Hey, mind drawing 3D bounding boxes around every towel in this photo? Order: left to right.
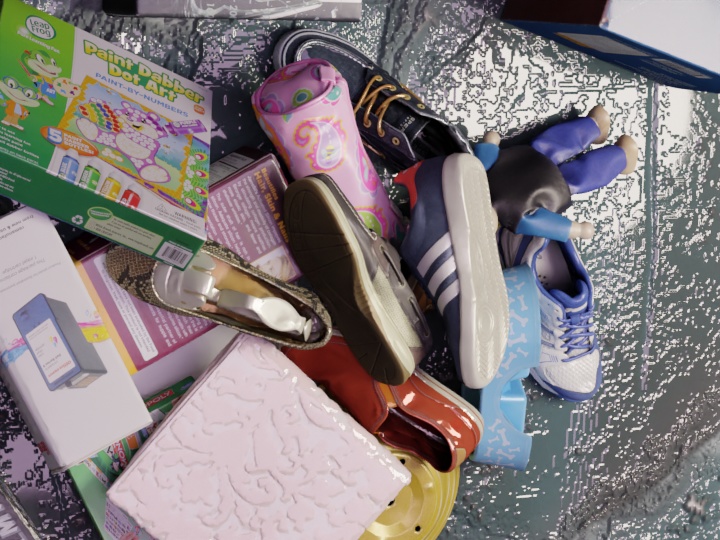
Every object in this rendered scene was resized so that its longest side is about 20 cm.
[{"bbox_3d":[-0.087,0.182,1.611,0.200,0.032,0.191,43,88,-13],"label":"towel"}]

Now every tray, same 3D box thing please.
[{"bbox_3d":[-0.141,0.094,1.650,0.199,0.022,0.108,-30,115,-13],"label":"tray"}]

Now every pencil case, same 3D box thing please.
[{"bbox_3d":[-0.021,-0.083,1.611,0.087,0.087,0.201,-34,124,-12],"label":"pencil case"}]

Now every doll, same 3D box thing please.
[{"bbox_3d":[0.163,-0.077,1.679,0.199,0.049,0.137,-29,68,-31],"label":"doll"}]

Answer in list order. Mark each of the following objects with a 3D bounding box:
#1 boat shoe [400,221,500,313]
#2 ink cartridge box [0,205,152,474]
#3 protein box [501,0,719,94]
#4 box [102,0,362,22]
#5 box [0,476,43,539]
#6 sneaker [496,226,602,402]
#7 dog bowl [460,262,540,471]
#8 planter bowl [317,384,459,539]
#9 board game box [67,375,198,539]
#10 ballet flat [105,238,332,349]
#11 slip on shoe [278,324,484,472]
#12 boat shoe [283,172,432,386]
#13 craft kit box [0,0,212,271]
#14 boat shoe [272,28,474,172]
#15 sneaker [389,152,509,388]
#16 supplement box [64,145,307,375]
[{"bbox_3d":[0.064,0.009,1.688,0.068,0.072,0.201,33,87,-21],"label":"boat shoe"},{"bbox_3d":[-0.256,0.058,1.512,0.087,0.145,0.201,-26,89,-14],"label":"ink cartridge box"},{"bbox_3d":[0.266,-0.248,1.650,0.198,0.200,0.136,18,93,-22],"label":"protein box"},{"bbox_3d":[-0.105,-0.308,1.547,0.196,0.124,0.201,-2,100,-22],"label":"box"},{"bbox_3d":[-0.329,0.152,1.500,0.050,0.198,0.200,-37,110,-13],"label":"box"},{"bbox_3d":[0.182,0.039,1.729,0.075,0.088,0.201,-28,109,-15],"label":"sneaker"},{"bbox_3d":[0.124,0.089,1.692,0.049,0.112,0.201,-2,120,-7],"label":"dog bowl"},{"bbox_3d":[0.014,0.199,1.696,0.199,0.083,0.202,-3,100,-20],"label":"planter bowl"},{"bbox_3d":[-0.165,0.210,1.643,0.134,0.029,0.201,-27,114,-12],"label":"board game box"},{"bbox_3d":[-0.109,0.017,1.531,0.199,0.075,0.068,21,92,-22],"label":"ballet flat"},{"bbox_3d":[0.015,0.110,1.640,0.199,0.074,0.061,32,47,-3],"label":"slip on shoe"},{"bbox_3d":[0.001,0.000,1.583,0.066,0.072,0.202,-41,114,-38],"label":"boat shoe"},{"bbox_3d":[-0.216,-0.113,1.507,0.199,0.198,0.049,23,125,-23],"label":"craft kit box"},{"bbox_3d":[0.017,-0.144,1.635,0.200,0.091,0.071,35,86,-22],"label":"boat shoe"},{"bbox_3d":[0.072,0.002,1.601,0.075,0.084,0.201,-11,96,-60],"label":"sneaker"},{"bbox_3d":[-0.148,-0.011,1.599,0.199,0.086,0.111,-30,108,-13],"label":"supplement box"}]
